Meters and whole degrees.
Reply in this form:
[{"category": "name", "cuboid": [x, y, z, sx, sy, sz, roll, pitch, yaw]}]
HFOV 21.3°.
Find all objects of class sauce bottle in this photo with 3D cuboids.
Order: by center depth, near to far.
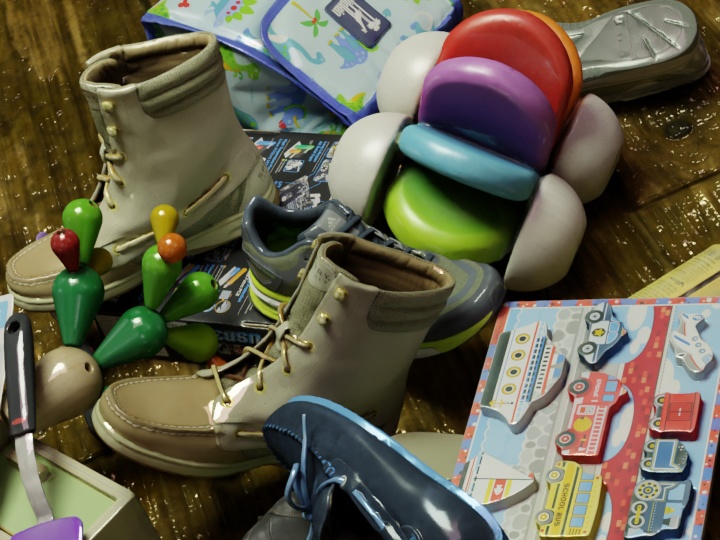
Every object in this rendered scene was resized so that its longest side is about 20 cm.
[{"category": "sauce bottle", "cuboid": [0.171, 0.049, 1.188, 0.200, 0.065, 0.065, -29, 41, -10]}]

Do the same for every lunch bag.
[{"category": "lunch bag", "cuboid": [-0.043, -0.185, 1.501, 0.200, 0.128, 0.170, 22, 52, 23]}]

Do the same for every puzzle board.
[{"category": "puzzle board", "cuboid": [0.132, 0.086, 1.101, 0.150, 0.017, 0.200, -1, 43, 21]}]

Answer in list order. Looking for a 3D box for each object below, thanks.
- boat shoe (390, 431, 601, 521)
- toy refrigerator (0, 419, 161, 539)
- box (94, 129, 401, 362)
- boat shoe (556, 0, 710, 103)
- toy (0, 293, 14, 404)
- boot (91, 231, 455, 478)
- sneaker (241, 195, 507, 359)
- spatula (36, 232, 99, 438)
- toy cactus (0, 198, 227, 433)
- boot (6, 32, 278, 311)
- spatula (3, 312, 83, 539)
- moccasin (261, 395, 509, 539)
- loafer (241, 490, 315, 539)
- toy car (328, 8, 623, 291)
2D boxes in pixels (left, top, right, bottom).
[{"category": "boat shoe", "cuboid": [0.102, 0.141, 1.121, 0.201, 0.063, 0.074, 5, 25, 27]}, {"category": "toy refrigerator", "cuboid": [-0.225, 0.152, 1.239, 0.200, 0.070, 0.076, 22, 56, 39]}, {"category": "box", "cuboid": [-0.065, -0.019, 1.375, 0.198, 0.050, 0.200, 5, 48, 25]}, {"category": "boat shoe", "cuboid": [0.157, -0.148, 1.423, 0.202, 0.065, 0.075, -12, 60, 19]}, {"category": "toy", "cuboid": [-0.283, 0.112, 1.211, 0.115, 0.047, 0.200, -13, 65, 31]}, {"category": "boot", "cuboid": [-0.052, 0.049, 1.153, 0.200, 0.155, 0.072, 5, 36, -25]}, {"category": "sneaker", "cuboid": [0.000, 0.000, 1.231, 0.200, 0.081, 0.074, 8, 51, 31]}, {"category": "spatula", "cuboid": [-0.205, 0.047, 1.361, 0.021, 0.057, 0.200, -27, 44, -1]}, {"category": "toy cactus", "cuboid": [-0.155, 0.055, 1.238, 0.165, 0.200, 0.102, -33, 9, -17]}, {"category": "boot", "cuboid": [-0.168, -0.068, 1.303, 0.200, 0.155, 0.072, -24, 40, -6]}, {"category": "spatula", "cuboid": [-0.201, 0.117, 1.173, 0.056, 0.021, 0.200, -18, 67, 18]}, {"category": "moccasin", "cuboid": [-0.002, 0.127, 1.057, 0.068, 0.081, 0.200, -42, 35, -17]}, {"category": "loafer", "cuboid": [-0.015, 0.199, 1.105, 0.072, 0.073, 0.200, -31, 31, 2]}, {"category": "toy car", "cuboid": [0.086, -0.096, 1.289, 0.175, 0.150, 0.200, 24, 52, 7]}]
